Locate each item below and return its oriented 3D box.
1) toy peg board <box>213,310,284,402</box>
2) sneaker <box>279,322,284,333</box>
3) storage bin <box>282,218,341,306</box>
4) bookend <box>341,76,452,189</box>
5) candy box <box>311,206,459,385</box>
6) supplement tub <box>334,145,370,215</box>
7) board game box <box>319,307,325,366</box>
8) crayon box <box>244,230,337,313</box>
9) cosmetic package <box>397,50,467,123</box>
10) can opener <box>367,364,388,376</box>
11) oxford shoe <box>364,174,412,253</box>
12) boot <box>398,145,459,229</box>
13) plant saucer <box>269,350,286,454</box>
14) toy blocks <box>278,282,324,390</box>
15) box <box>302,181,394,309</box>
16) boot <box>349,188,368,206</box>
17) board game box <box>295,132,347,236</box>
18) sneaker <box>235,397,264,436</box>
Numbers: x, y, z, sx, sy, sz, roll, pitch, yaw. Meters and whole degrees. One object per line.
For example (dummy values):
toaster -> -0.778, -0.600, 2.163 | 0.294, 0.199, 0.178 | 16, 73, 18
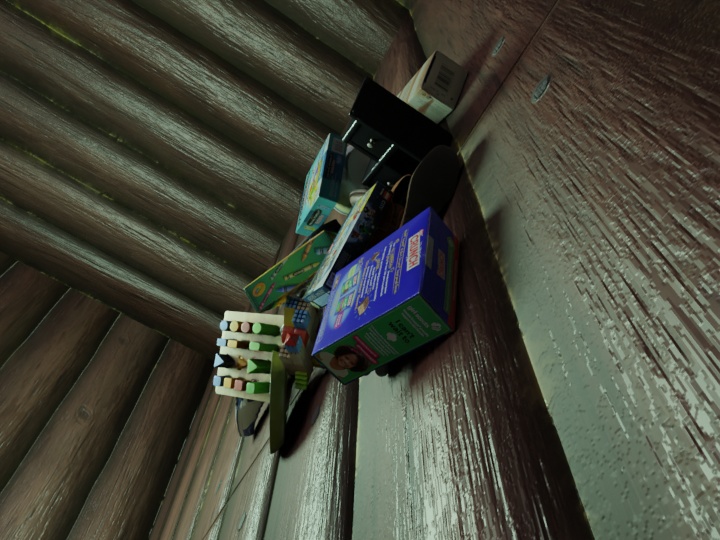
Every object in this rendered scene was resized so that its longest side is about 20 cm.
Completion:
toy peg board -> -0.279, 0.202, 1.411 | 0.097, 0.193, 0.208 | 21, -107, -63
sneaker -> -0.109, 0.106, 1.363 | 0.200, 0.078, 0.076 | -48, -7, -50
storage bin -> -0.113, -0.014, 1.379 | 0.199, 0.095, 0.135 | -40, -1, 26
bookend -> 0.040, -0.230, 1.138 | 0.198, 0.196, 0.094 | -37, 26, 59
candy box -> 0.037, 0.036, 0.802 | 0.198, 0.077, 0.172 | -34, 27, 35
supplement tub -> 0.000, -0.217, 1.388 | 0.149, 0.142, 0.199 | -64, 13, -12
board game box -> -0.037, 0.093, 1.055 | 0.200, 0.028, 0.140 | 145, 125, -68
crayon box -> -0.123, 0.002, 1.166 | 0.197, 0.059, 0.119 | -35, -3, 8
cosmetic package -> 0.135, -0.362, 1.268 | 0.106, 0.085, 0.199 | -68, 14, -20
can opener -> 0.027, 0.092, 0.918 | 0.202, 0.051, 0.069 | -82, -11, -58
oxford shoe -> 0.052, -0.074, 1.005 | 0.072, 0.069, 0.206 | 101, -175, -68
boot -> 0.100, -0.106, 0.959 | 0.075, 0.072, 0.206 | 137, 156, -80
plant saucer -> -0.166, 0.267, 1.202 | 0.200, 0.030, 0.208 | 180, 90, -84
toy blocks -> -0.113, 0.107, 1.161 | 0.139, 0.096, 0.205 | 76, -154, -53
box -> -0.022, -0.039, 1.000 | 0.204, 0.037, 0.136 | -63, 11, -19
boot -> 0.002, -0.045, 1.124 | 0.184, 0.063, 0.206 | 20, 85, 52
board game box -> -0.089, -0.184, 1.318 | 0.200, 0.045, 0.156 | 137, 145, -63
sneaker -> -0.264, 0.326, 1.520 | 0.081, 0.111, 0.207 | -119, 30, -77
